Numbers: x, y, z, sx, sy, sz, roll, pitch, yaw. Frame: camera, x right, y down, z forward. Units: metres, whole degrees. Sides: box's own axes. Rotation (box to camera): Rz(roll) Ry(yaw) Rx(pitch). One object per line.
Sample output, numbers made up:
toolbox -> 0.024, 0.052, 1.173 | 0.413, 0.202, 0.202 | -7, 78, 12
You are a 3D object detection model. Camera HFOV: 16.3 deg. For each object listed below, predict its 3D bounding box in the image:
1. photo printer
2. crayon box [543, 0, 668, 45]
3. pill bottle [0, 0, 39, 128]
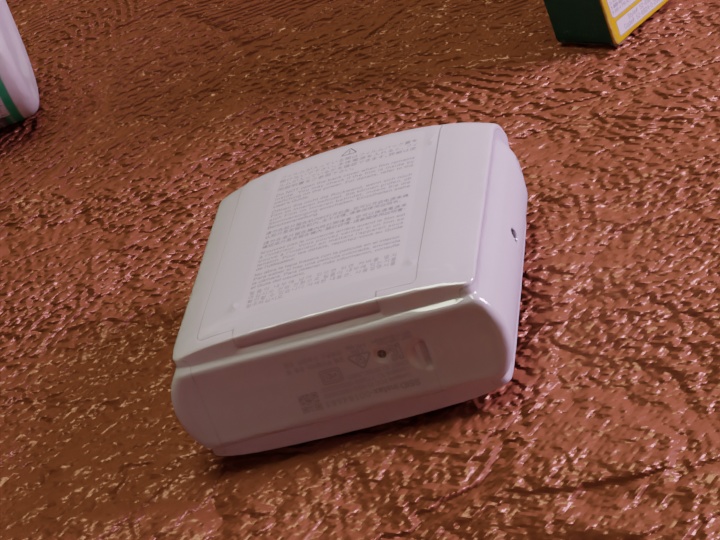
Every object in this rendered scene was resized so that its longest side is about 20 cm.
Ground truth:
photo printer -> 0.000, 0.000, 1.225 | 0.165, 0.070, 0.200 | -15, 27, 14
crayon box -> 0.137, -0.248, 1.437 | 0.051, 0.201, 0.126 | 9, 39, 46
pill bottle -> -0.320, -0.120, 1.639 | 0.199, 0.114, 0.113 | -21, 26, 0
